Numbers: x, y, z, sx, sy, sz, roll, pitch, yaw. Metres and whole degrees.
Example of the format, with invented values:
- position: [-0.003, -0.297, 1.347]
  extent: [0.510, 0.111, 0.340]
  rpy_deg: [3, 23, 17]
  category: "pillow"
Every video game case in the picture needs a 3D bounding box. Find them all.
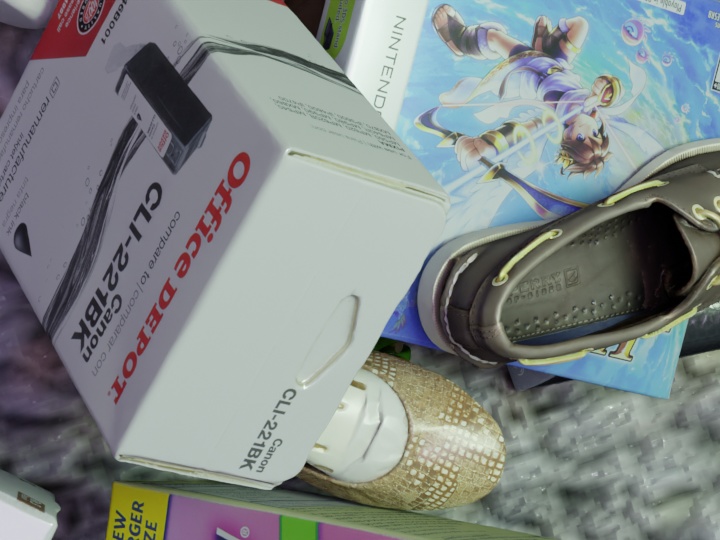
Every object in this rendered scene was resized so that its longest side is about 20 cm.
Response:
- position: [0.069, -0.050, 0.846]
  extent: [0.200, 0.045, 0.182]
  rpy_deg: [13, 94, -25]
  category: "video game case"

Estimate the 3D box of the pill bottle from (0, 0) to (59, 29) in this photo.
- position: [-0.149, -0.219, 0.853]
  extent: [0.114, 0.114, 0.200]
  rpy_deg: [24, 85, -8]
  category: "pill bottle"

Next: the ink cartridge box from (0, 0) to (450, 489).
- position: [-0.069, -0.031, 0.782]
  extent: [0.084, 0.200, 0.144]
  rpy_deg: [14, 115, -38]
  category: "ink cartridge box"

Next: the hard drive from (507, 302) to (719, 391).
- position: [0.117, -0.050, 0.928]
  extent: [0.135, 0.042, 0.200]
  rpy_deg: [-11, 91, -9]
  category: "hard drive"

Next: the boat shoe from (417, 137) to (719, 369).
- position: [0.124, -0.007, 0.819]
  extent: [0.200, 0.060, 0.072]
  rpy_deg: [-17, 106, -22]
  category: "boat shoe"

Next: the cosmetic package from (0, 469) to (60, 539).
- position: [-0.208, 0.178, 0.844]
  extent: [0.074, 0.102, 0.200]
  rpy_deg: [26, 84, -9]
  category: "cosmetic package"

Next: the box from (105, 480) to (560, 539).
- position: [-0.013, 0.190, 0.825]
  extent: [0.200, 0.097, 0.176]
  rpy_deg: [7, 88, 33]
  category: "box"

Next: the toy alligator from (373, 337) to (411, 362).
- position: [0.000, 0.000, 0.889]
  extent: [0.054, 0.059, 0.200]
  rpy_deg: [-24, 119, -48]
  category: "toy alligator"

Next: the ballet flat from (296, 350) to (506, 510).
- position: [-0.035, 0.059, 0.849]
  extent: [0.200, 0.065, 0.071]
  rpy_deg: [16, 96, 23]
  category: "ballet flat"

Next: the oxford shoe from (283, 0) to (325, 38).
- position: [-0.013, -0.103, 0.900]
  extent: [0.200, 0.084, 0.073]
  rpy_deg: [-41, 139, 0]
  category: "oxford shoe"
